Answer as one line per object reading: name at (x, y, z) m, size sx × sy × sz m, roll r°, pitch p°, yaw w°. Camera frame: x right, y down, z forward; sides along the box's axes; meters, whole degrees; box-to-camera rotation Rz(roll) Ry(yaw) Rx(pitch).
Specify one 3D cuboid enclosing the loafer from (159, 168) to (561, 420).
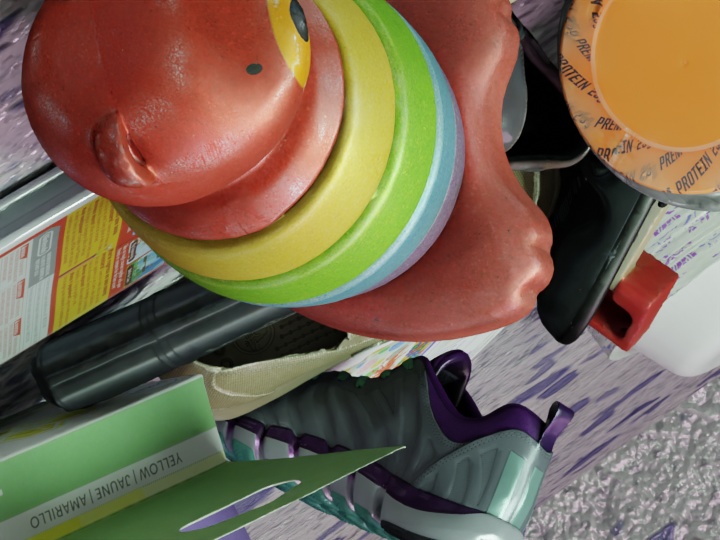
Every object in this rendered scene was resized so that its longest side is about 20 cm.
loafer at (0.000, 0.000, 1.221) m, size 0.200 × 0.076 × 0.067 m, roll -36°, pitch 175°, yaw 0°

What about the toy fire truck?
toy fire truck at (0.173, -0.068, 1.365) m, size 0.141 × 0.049 × 0.200 m, roll -41°, pitch 162°, yaw -43°

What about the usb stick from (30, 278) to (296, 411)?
usb stick at (-0.039, 0.006, 1.133) m, size 0.199 × 0.033 × 0.055 m, roll -24°, pitch 177°, yaw 11°

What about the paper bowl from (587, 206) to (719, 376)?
paper bowl at (0.235, -0.008, 1.831) m, size 0.200 × 0.105 × 0.201 m, roll -33°, pitch 170°, yaw -7°

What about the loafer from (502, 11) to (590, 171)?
loafer at (0.046, -0.069, 1.064) m, size 0.072 × 0.063 × 0.200 m, roll -59°, pitch 167°, yaw 9°

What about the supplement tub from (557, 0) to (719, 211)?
supplement tub at (0.149, -0.090, 1.114) m, size 0.122 × 0.123 × 0.200 m, roll -39°, pitch 176°, yaw 22°

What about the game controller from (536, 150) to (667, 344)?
game controller at (0.106, -0.034, 1.280) m, size 0.200 × 0.042 × 0.105 m, roll -83°, pitch -170°, yaw -75°

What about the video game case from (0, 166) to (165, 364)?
video game case at (-0.098, -0.013, 1.024) m, size 0.199 × 0.017 × 0.143 m, roll -32°, pitch 168°, yaw -17°

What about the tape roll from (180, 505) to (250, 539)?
tape roll at (-0.144, 0.157, 1.309) m, size 0.199 × 0.085 × 0.200 m, roll -26°, pitch -178°, yaw 1°

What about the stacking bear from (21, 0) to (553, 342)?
stacking bear at (-0.031, -0.047, 0.857) m, size 0.113 × 0.122 × 0.200 m, roll -13°, pitch 167°, yaw 20°

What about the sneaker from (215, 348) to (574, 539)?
sneaker at (0.006, 0.068, 1.261) m, size 0.074 × 0.199 × 0.088 m, roll 39°, pitch 77°, yaw -52°

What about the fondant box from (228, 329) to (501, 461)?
fondant box at (0.006, 0.027, 1.403) m, size 0.200 × 0.058 × 0.144 m, roll -27°, pitch 166°, yaw -42°

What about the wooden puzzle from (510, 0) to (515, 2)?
wooden puzzle at (0.122, -0.175, 0.944) m, size 0.199 × 0.046 × 0.185 m, roll -26°, pitch 166°, yaw -22°

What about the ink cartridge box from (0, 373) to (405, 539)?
ink cartridge box at (-0.103, 0.081, 1.130) m, size 0.199 × 0.048 × 0.145 m, roll -13°, pitch -174°, yaw 42°
